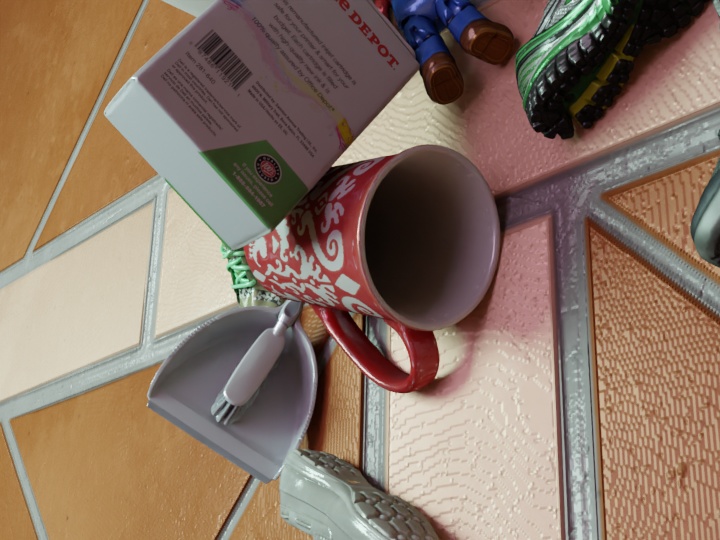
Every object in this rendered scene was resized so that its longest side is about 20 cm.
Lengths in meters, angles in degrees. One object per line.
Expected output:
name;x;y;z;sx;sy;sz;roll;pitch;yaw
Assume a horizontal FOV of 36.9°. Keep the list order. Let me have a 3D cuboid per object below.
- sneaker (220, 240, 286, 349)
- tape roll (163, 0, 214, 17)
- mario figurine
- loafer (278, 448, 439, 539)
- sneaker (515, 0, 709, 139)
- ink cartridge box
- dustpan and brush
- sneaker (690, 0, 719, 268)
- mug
sneaker;-0.109;-0.017;1.021;0.076;0.088;0.203;-14;66;47
tape roll;-0.139;-0.367;1.161;0.201;0.138;0.206;-22;60;44
mario figurine;0.061;-0.232;0.924;0.107;0.122;0.202;93;157;-55
loafer;-0.005;0.199;0.826;0.199;0.069;0.071;22;98;60
sneaker;0.173;-0.192;0.748;0.200;0.077;0.086;-47;43;29
ink cartridge box;-0.071;-0.140;0.827;0.200;0.145;0.084;-50;14;-28
dustpan and brush;-0.080;0.065;0.956;0.201;0.139;0.057;-57;-3;-31
sneaker;0.240;-0.101;0.633;0.114;0.076;0.201;39;104;52
mug;-0.008;-0.006;0.861;0.199;0.132;0.180;4;77;55
